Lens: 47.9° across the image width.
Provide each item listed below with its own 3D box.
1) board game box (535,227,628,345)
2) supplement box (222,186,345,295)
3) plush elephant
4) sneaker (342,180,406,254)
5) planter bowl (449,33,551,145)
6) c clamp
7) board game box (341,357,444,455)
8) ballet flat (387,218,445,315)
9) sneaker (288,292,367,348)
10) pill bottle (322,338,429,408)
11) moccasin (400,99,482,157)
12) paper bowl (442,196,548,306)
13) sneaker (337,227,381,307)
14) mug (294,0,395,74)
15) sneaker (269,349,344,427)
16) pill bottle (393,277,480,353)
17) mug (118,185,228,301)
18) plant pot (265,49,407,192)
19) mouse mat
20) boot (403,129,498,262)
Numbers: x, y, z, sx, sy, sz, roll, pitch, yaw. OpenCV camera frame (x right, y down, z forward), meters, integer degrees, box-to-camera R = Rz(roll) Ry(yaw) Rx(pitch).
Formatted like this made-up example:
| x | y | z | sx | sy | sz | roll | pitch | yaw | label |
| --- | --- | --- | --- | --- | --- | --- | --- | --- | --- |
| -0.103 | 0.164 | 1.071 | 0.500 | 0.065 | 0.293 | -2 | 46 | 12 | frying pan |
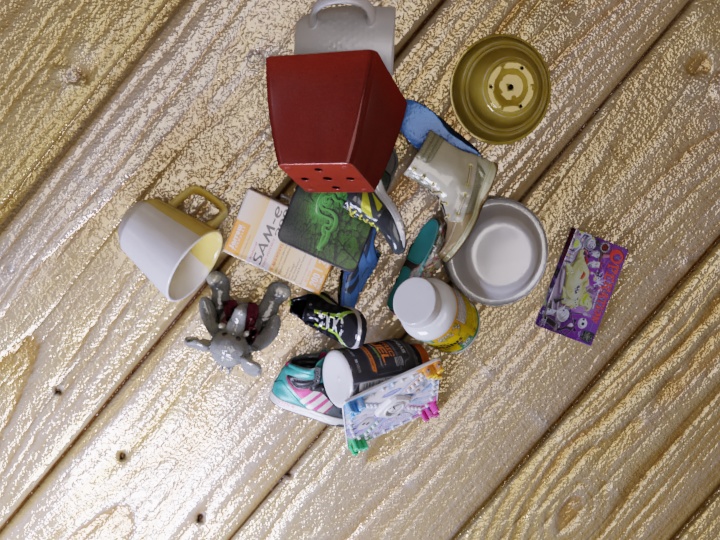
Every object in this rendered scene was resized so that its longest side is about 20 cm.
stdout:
| x | y | z | sx | sy | sz | roll | pitch | yaw | label |
| --- | --- | --- | --- | --- | --- | --- | --- | --- | --- |
| 0.433 | 0.033 | 1.588 | 0.118 | 0.032 | 0.204 | 18 | 96 | -11 | board game box |
| -0.141 | -0.055 | 1.506 | 0.196 | 0.074 | 0.128 | 23 | 95 | -7 | supplement box |
| -0.230 | 0.111 | 1.482 | 0.161 | 0.155 | 0.204 | 17 | 96 | -7 | plush elephant |
| 0.016 | -0.111 | 1.453 | 0.083 | 0.075 | 0.203 | -27 | 81 | -5 | sneaker |
| 0.268 | -0.335 | 1.492 | 0.195 | 0.083 | 0.206 | -1 | 98 | -5 | planter bowl |
| -0.027 | -0.175 | 1.498 | 0.169 | 0.027 | 0.202 | 32 | 79 | 0 | c clamp |
| 0.063 | 0.258 | 1.506 | 0.196 | 0.202 | 0.026 | -23 | 56 | -13 | board game box |
| 0.115 | -0.002 | 1.546 | 0.063 | 0.076 | 0.203 | 21 | 102 | -36 | ballet flat |
| -0.066 | 0.093 | 1.476 | 0.081 | 0.199 | 0.074 | -2 | 105 | -36 | sneaker |
| 0.036 | 0.186 | 1.513 | 0.196 | 0.105 | 0.109 | -7 | 100 | -34 | pill bottle |
| 0.141 | -0.240 | 1.506 | 0.199 | 0.068 | 0.081 | 40 | 102 | -8 | moccasin |
| 0.256 | -0.035 | 1.526 | 0.195 | 0.104 | 0.206 | 0 | 98 | -3 | paper bowl |
| 0.000 | 0.000 | 1.530 | 0.077 | 0.066 | 0.205 | 8 | 98 | -9 | sneaker |
| -0.027 | -0.402 | 1.407 | 0.171 | 0.201 | 0.151 | 3 | 64 | 3 | mug |
| -0.066 | 0.217 | 1.551 | 0.196 | 0.084 | 0.123 | 16 | 106 | -5 | sneaker |
| 0.137 | 0.079 | 1.475 | 0.110 | 0.199 | 0.116 | -9 | 70 | 25 | pill bottle |
| -0.343 | -0.056 | 1.470 | 0.152 | 0.186 | 0.151 | 34 | 124 | 12 | mug |
| -0.046 | -0.237 | 1.368 | 0.195 | 0.200 | 0.181 | 2 | 77 | 20 | plant pot |
| -0.046 | -0.117 | 1.476 | 0.158 | 0.008 | 0.204 | 22 | 80 | -7 | mouse mat |
| 0.142 | -0.132 | 1.446 | 0.152 | 0.072 | 0.203 | 26 | 83 | -5 | boot |
